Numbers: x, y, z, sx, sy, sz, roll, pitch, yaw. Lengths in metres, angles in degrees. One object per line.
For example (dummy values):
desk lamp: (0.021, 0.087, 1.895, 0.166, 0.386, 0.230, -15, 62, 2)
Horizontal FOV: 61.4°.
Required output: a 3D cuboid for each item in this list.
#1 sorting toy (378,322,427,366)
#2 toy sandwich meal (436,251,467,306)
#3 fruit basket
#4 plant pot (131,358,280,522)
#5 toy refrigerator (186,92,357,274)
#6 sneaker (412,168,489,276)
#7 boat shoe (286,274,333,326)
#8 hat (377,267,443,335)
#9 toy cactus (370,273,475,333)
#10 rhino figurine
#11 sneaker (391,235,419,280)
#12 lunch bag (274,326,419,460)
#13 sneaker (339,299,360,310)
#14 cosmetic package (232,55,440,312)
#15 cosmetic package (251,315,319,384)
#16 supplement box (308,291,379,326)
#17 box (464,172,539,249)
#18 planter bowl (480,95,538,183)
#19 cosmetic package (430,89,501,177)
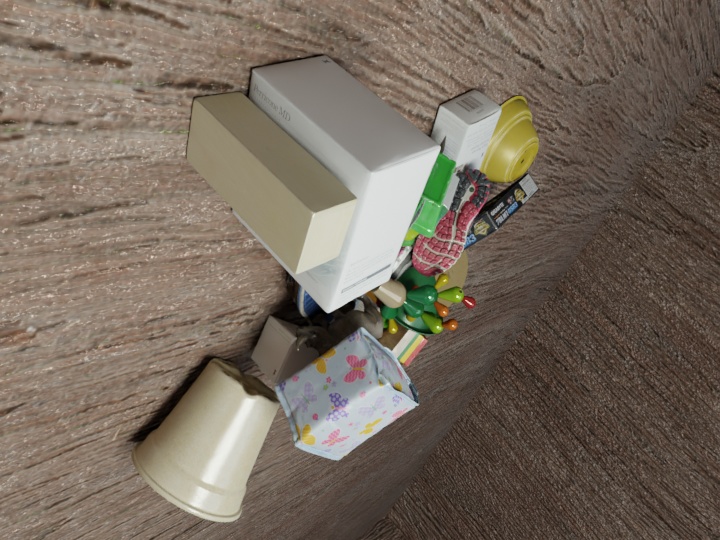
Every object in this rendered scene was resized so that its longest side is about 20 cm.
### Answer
sorting toy: (0.053, 0.173, 1.296, 0.200, 0.069, 0.200, -52, -162, 8)
toy sandwich meal: (0.173, 0.012, 1.406, 0.202, 0.069, 0.211, -22, 122, -39)
fruit basket: (0.092, -0.097, 1.019, 0.202, 0.092, 0.188, 110, 3, -53)
plant pot: (-0.226, 0.252, 0.961, 0.186, 0.198, 0.200, -58, 156, -4)
toy refrigerator: (-0.095, -0.097, 0.626, 0.069, 0.200, 0.077, -23, 147, -42)
sneaker: (0.164, -0.077, 1.065, 0.202, 0.080, 0.075, -56, 171, 3)
boat shoe: (-0.087, 0.033, 0.987, 0.072, 0.073, 0.201, -37, 159, -17)
hat: (0.128, -0.009, 1.179, 0.163, 0.201, 0.178, -6, 140, -48)
toy cactus: (0.085, 0.047, 1.050, 0.163, 0.197, 0.105, 30, 64, -36)
rhino figurine: (-0.033, 0.095, 0.976, 0.198, 0.088, 0.060, -18, 150, -51)
sneaker: (0.116, -0.032, 1.126, 0.200, 0.088, 0.073, -46, -167, -30)
lunch bag: (-0.012, 0.196, 0.931, 0.168, 0.129, 0.200, -34, 146, 8)
sneaker: (0.000, 0.000, 1.093, 0.091, 0.075, 0.203, -29, 151, -44)
cosmetic package: (-0.040, -0.103, 0.711, 0.121, 0.199, 0.203, -25, 147, -41)
cosmetic package: (-0.076, 0.160, 1.044, 0.197, 0.107, 0.087, 26, 92, -39)
supplement box: (-0.047, 0.135, 1.204, 0.199, 0.073, 0.127, -39, 155, -21)
box: (0.257, -0.105, 1.282, 0.197, 0.050, 0.199, -36, 180, -39)
planter bowl: (0.305, -0.243, 1.241, 0.199, 0.083, 0.202, -39, 155, -22)
cosmetic package: (0.168, -0.204, 1.078, 0.101, 0.074, 0.203, -31, 149, -33)
